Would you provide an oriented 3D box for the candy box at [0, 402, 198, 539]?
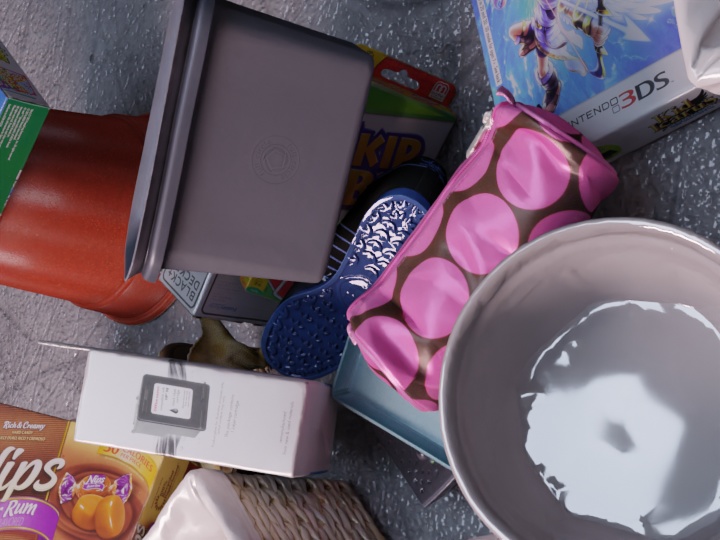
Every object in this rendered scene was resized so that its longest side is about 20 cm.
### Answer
[{"bbox_3d":[-0.239,0.182,1.066,0.199,0.057,0.117,10,68,29],"label":"candy box"}]

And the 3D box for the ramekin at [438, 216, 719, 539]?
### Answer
[{"bbox_3d":[0.153,0.079,0.761,0.198,0.105,0.202,-6,74,20],"label":"ramekin"}]

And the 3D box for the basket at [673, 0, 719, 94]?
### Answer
[{"bbox_3d":[0.254,-0.199,0.732,0.135,0.123,0.202,-17,70,42],"label":"basket"}]

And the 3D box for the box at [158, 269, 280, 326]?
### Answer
[{"bbox_3d":[-0.063,-0.058,1.029,0.060,0.116,0.201,39,111,41],"label":"box"}]

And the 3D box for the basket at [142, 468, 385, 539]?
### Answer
[{"bbox_3d":[-0.069,0.275,0.948,0.199,0.160,0.200,-55,51,23],"label":"basket"}]

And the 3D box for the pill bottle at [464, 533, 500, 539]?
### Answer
[{"bbox_3d":[0.082,0.270,0.824,0.119,0.119,0.202,-25,72,39],"label":"pill bottle"}]

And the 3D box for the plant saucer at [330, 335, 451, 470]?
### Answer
[{"bbox_3d":[0.065,0.096,0.886,0.199,0.019,0.070,27,107,33],"label":"plant saucer"}]

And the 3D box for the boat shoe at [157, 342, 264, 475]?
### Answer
[{"bbox_3d":[-0.122,0.149,1.092,0.200,0.071,0.076,56,133,35],"label":"boat shoe"}]

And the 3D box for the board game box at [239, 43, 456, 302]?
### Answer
[{"bbox_3d":[-0.006,-0.061,0.987,0.201,0.095,0.030,-64,27,15],"label":"board game box"}]

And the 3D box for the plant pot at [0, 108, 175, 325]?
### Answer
[{"bbox_3d":[-0.275,-0.060,1.184,0.200,0.194,0.203,-9,77,44],"label":"plant pot"}]

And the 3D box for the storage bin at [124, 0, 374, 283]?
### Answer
[{"bbox_3d":[-0.077,-0.087,0.903,0.146,0.133,0.202,-123,46,-71],"label":"storage bin"}]

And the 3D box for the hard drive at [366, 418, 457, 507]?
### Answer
[{"bbox_3d":[0.078,0.051,0.922,0.201,0.042,0.135,-56,49,24],"label":"hard drive"}]

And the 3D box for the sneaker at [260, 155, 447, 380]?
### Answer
[{"bbox_3d":[0.000,0.000,0.967,0.070,0.078,0.200,38,125,-6],"label":"sneaker"}]

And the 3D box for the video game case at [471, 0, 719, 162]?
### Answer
[{"bbox_3d":[0.160,-0.179,0.878,0.181,0.045,0.202,-27,65,38],"label":"video game case"}]

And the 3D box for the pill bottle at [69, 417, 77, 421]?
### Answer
[{"bbox_3d":[-0.210,0.223,1.132,0.111,0.110,0.200,-56,50,22],"label":"pill bottle"}]

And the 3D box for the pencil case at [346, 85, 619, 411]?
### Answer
[{"bbox_3d":[0.069,-0.011,0.835,0.201,0.093,0.091,-54,8,11],"label":"pencil case"}]

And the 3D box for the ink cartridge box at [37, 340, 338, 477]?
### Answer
[{"bbox_3d":[-0.124,0.098,0.948,0.198,0.116,0.067,8,85,12],"label":"ink cartridge box"}]

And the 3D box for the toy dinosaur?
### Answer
[{"bbox_3d":[-0.101,0.072,1.055,0.058,0.101,0.201,-38,59,34],"label":"toy dinosaur"}]

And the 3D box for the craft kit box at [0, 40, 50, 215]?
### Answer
[{"bbox_3d":[-0.347,-0.104,1.097,0.198,0.048,0.201,47,115,36],"label":"craft kit box"}]
